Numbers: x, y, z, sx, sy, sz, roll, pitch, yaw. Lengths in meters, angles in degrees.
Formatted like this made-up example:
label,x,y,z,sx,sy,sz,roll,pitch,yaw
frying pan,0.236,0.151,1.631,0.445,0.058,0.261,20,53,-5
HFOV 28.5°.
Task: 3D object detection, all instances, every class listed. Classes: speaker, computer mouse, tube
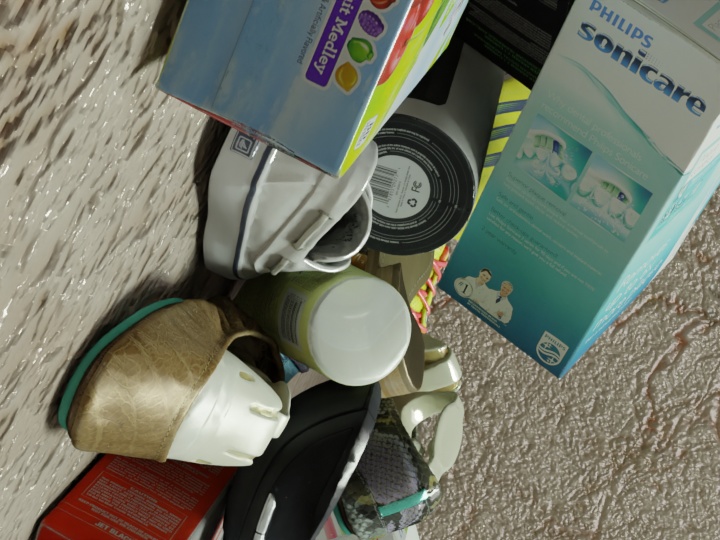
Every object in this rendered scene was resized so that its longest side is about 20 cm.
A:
label,x,y,z,sx,sy,sz,roll,pitch,yaw
speaker,0.035,-0.093,0.762,0.200,0.081,0.081,-70,-176,-55
computer mouse,-0.053,0.139,0.655,0.201,0.046,0.141,-62,-174,20
tube,-0.030,0.015,0.727,0.200,0.058,0.052,-161,-125,-69

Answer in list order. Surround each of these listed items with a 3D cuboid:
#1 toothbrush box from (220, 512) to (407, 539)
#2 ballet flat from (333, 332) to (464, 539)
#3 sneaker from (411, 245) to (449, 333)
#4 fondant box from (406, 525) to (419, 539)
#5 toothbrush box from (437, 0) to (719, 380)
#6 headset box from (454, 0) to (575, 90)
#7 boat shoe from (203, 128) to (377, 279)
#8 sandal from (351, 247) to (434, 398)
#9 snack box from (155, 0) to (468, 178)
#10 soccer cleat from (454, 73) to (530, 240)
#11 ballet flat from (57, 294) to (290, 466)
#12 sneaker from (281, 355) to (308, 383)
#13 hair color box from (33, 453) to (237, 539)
label,x,y,z,sx,sy,sz,roll,pitch,yaw
toothbrush box,-0.047,0.143,0.915,0.145,0.087,0.200,-18,179,4
ballet flat,0.024,0.073,0.780,0.201,0.072,0.072,-86,-161,-61
sneaker,0.022,0.003,0.972,0.090,0.078,0.201,-33,-135,26
fondant box,-0.064,0.224,0.946,0.144,0.199,0.059,-17,92,-76
toothbrush box,0.137,-0.067,0.701,0.146,0.085,0.201,-38,158,-45
headset box,0.118,-0.203,0.679,0.174,0.093,0.200,-47,162,-16
boat shoe,-0.028,-0.025,0.625,0.074,0.065,0.200,-62,179,-7
sandal,-0.002,-0.005,0.791,0.212,0.069,0.078,-82,158,-56
snack box,0.020,-0.141,0.463,0.169,0.067,0.200,-65,178,24
soccer cleat,0.102,-0.087,0.886,0.065,0.083,0.201,114,2,-46
ballet flat,-0.065,0.051,0.605,0.068,0.072,0.200,-59,177,3
sneaker,-0.020,0.022,0.888,0.201,0.095,0.079,-63,176,2
hair color box,-0.109,0.133,0.699,0.102,0.061,0.200,-65,176,18
